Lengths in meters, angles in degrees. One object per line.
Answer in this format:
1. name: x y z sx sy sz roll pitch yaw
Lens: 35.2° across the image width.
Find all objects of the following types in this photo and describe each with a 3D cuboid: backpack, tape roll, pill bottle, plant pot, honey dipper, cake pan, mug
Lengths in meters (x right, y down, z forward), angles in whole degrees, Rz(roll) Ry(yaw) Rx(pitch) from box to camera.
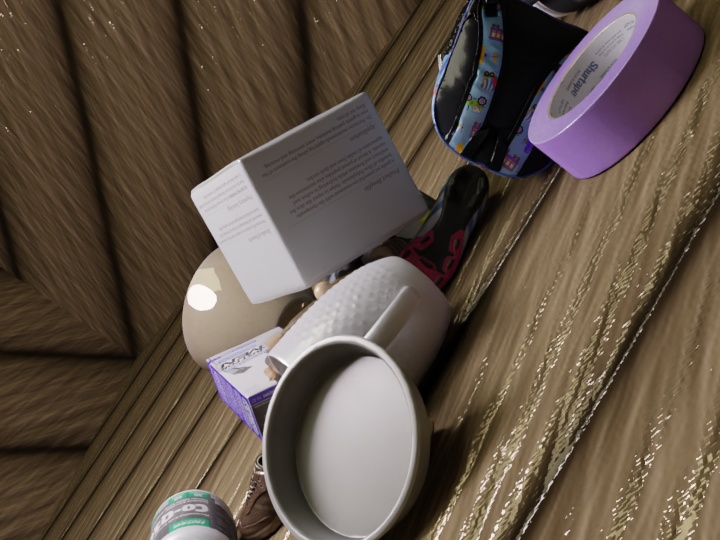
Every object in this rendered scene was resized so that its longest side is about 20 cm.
1. backpack: 0.171 -0.207 1.347 0.135 0.181 0.201 148 144 -80
2. tape roll: 0.264 -0.196 1.191 0.201 0.065 0.200 -52 12 15
3. pill bottle: -0.203 0.353 1.388 0.113 0.113 0.200 -54 12 1
4. plant pot: -0.134 0.066 1.620 0.134 0.201 0.201 14 64 38
5. honey dipper: 0.000 0.000 1.355 0.038 0.038 0.200 -47 -12 31
6. cake pan: -0.012 0.163 1.070 0.199 0.037 0.202 -11 74 41
7. mug: 0.013 0.073 1.212 0.175 0.148 0.200 -47 -1 -12

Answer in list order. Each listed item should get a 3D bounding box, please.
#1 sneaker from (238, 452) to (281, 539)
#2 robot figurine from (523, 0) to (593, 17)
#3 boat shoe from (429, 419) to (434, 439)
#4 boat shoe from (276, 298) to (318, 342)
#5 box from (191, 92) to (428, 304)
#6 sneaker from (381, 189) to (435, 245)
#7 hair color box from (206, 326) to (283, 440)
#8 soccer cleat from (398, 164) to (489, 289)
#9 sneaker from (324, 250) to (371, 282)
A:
1. sneaker: -0.104 0.251 1.369 0.200 0.075 0.071 -46 15 33
2. robot figurine: 0.293 -0.429 1.561 0.200 0.149 0.126 157 111 -67
3. boat shoe: -0.004 0.202 1.138 0.200 0.066 0.074 -47 14 33
4. boat shoe: -0.025 0.056 1.363 0.072 0.068 0.200 -38 -2 36
5. box: -0.066 -0.085 1.414 0.198 0.172 0.200 -32 6 -26
6. sneaker: 0.065 -0.033 1.541 0.200 0.074 0.085 -67 3 -57
7. hair color box: -0.108 0.134 1.385 0.109 0.065 0.200 -24 18 -17
8. soccer cleat: 0.103 -0.037 1.413 0.201 0.070 0.086 -59 -9 -9
9. sneaker: -0.010 0.040 1.541 0.201 0.075 0.114 -93 16 -56
